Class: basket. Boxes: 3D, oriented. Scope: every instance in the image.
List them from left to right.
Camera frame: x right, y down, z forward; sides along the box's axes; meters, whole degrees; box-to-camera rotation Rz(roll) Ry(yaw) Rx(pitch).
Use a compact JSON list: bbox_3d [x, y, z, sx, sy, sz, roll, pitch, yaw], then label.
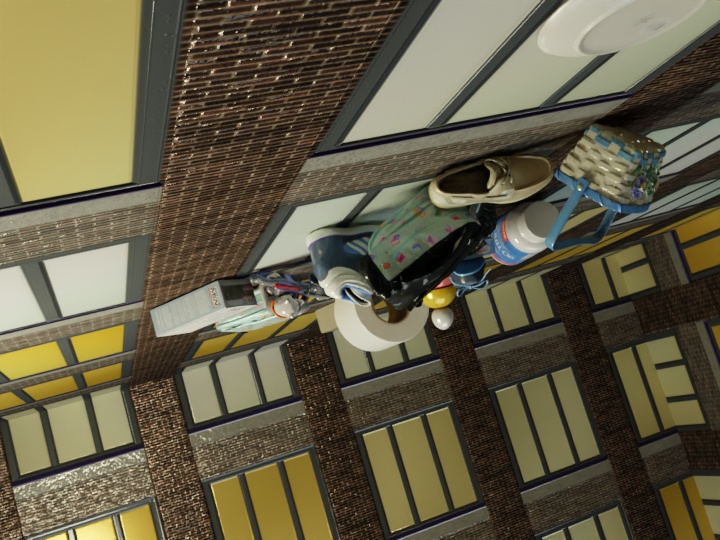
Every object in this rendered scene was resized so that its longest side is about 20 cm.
[{"bbox_3d":[0.378,-0.124,1.247,0.176,0.139,0.200,-12,136,-47],"label":"basket"}]

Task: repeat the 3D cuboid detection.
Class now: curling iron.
[{"bbox_3d":[0.208,-0.097,1.408,0.049,0.026,0.200,-20,144,-14],"label":"curling iron"}]

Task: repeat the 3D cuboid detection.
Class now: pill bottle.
[{"bbox_3d":[0.356,-0.085,1.718,0.112,0.113,0.200,-15,170,-13],"label":"pill bottle"}]

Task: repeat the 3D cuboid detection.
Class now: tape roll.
[{"bbox_3d":[0.051,0.090,1.945,0.202,0.203,0.139,-13,170,-25],"label":"tape roll"}]

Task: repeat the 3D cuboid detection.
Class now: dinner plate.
[{"bbox_3d":[0.273,-0.253,0.773,0.199,0.024,0.200,-17,173,-2],"label":"dinner plate"}]

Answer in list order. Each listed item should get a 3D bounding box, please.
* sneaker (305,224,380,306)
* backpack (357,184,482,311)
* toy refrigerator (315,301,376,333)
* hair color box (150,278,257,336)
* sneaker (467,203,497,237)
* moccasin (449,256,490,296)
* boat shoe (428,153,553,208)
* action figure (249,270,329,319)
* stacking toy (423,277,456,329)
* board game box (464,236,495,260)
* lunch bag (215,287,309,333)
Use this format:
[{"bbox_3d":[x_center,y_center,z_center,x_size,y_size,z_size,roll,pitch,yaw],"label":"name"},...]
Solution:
[{"bbox_3d":[0.000,0.000,1.394,0.200,0.147,0.081,-2,152,-45],"label":"sneaker"},{"bbox_3d":[0.098,-0.038,1.283,0.200,0.127,0.167,-42,164,6],"label":"backpack"},{"bbox_3d":[-0.045,0.127,2.423,0.070,0.076,0.200,-9,168,-44],"label":"toy refrigerator"},{"bbox_3d":[-0.318,0.075,1.599,0.200,0.061,0.099,-21,171,31],"label":"hair color box"},{"bbox_3d":[0.168,-0.094,1.503,0.199,0.076,0.087,-11,-170,-34],"label":"sneaker"},{"bbox_3d":[0.213,0.007,1.537,0.080,0.068,0.200,-8,-169,8],"label":"moccasin"},{"bbox_3d":[0.205,-0.141,1.211,0.199,0.072,0.065,-11,172,-4],"label":"boat shoe"},{"bbox_3d":[-0.123,0.058,1.586,0.199,0.105,0.193,11,-170,2],"label":"action figure"},{"bbox_3d":[0.167,0.032,1.760,0.146,0.201,0.146,-11,-177,1],"label":"stacking toy"},{"bbox_3d":[0.157,-0.048,1.580,0.151,0.037,0.200,-12,-169,-15],"label":"board game box"},{"bbox_3d":[-0.228,0.085,1.776,0.199,0.077,0.160,-20,171,21],"label":"lunch bag"}]
